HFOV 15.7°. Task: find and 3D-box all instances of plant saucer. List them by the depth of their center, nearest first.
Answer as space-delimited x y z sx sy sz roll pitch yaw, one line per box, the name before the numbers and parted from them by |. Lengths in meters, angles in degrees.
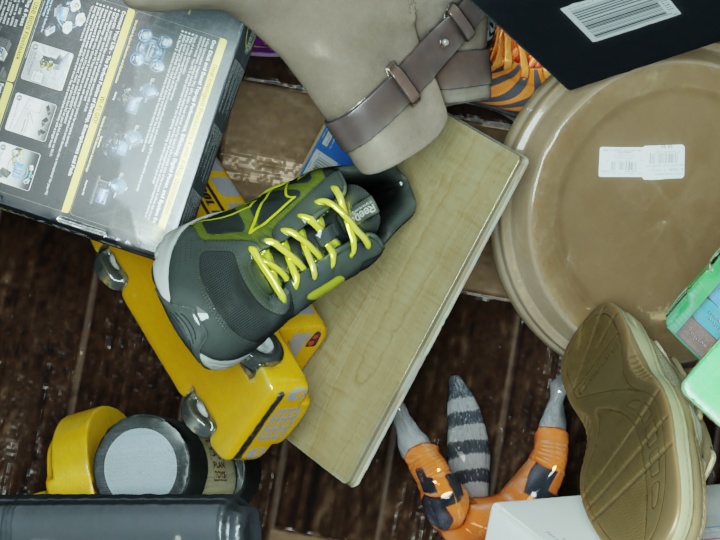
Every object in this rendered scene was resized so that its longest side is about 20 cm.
plant saucer | 0.170 -0.033 1.454 0.199 0.029 0.201 -2 101 -11

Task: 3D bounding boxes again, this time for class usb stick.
usb stick | -0.142 0.144 1.369 0.199 0.033 0.056 -3 86 28

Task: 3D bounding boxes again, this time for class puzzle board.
puzzle board | 0.000 0.000 1.448 0.151 0.017 0.201 34 98 46

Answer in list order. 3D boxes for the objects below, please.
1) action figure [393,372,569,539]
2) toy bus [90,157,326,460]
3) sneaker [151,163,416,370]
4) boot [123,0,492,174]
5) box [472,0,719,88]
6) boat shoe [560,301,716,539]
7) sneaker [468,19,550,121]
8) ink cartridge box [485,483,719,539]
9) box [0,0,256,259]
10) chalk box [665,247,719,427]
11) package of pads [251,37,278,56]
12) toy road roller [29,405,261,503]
action figure | 0.099 0.152 1.460 0.199 0.104 0.195 -4 89 -26
toy bus | -0.085 0.009 1.439 0.065 0.078 0.200 -54 56 32
sneaker | -0.038 -0.016 1.355 0.084 0.200 0.075 -28 99 30
boot | -0.017 -0.119 1.346 0.199 0.070 0.147 -27 105 -25
box | 0.111 -0.221 1.333 0.123 0.200 0.198 -17 75 16
boat shoe | 0.156 0.089 1.358 0.064 0.200 0.071 31 116 -21
sneaker | 0.088 -0.122 1.463 0.199 0.112 0.078 5 84 4
ink cartridge box | 0.172 0.196 1.371 0.199 0.125 0.129 -1 110 -31
box | -0.142 -0.122 1.388 0.160 0.049 0.201 17 85 7
chalk box | 0.250 0.010 1.356 0.124 0.124 0.200 42 65 6
package of pads | -0.129 -0.174 1.479 0.199 0.121 0.076 6 78 4
toy road roller | -0.127 0.174 1.444 0.145 0.123 0.201 -16 81 16
